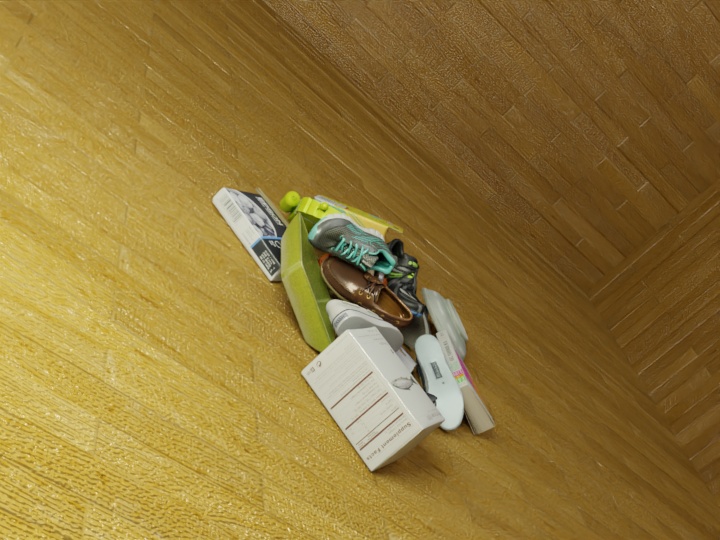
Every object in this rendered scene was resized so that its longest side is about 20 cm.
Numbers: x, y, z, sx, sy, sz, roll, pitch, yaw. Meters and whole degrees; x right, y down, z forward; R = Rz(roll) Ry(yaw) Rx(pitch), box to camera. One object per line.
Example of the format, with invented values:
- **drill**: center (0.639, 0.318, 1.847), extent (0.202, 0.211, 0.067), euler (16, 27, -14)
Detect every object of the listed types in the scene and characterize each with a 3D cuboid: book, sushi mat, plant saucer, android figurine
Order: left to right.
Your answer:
- **sushi mat**: center (-0.141, -0.084, 1.860), extent (0.200, 0.012, 0.096), euler (50, -1, 19)
- **plant saucer**: center (-0.096, 0.029, 1.618), extent (0.200, 0.048, 0.201), euler (-99, 172, -61)
- **android figurine**: center (-0.073, -0.096, 1.804), extent (0.181, 0.041, 0.200), euler (28, -14, -9)
- **plant saucer**: center (0.203, 0.123, 2.119), extent (0.201, 0.050, 0.200), euler (61, 8, -15)
- **book**: center (0.216, 0.231, 1.950), extent (0.200, 0.048, 0.134), euler (-105, 168, -60)

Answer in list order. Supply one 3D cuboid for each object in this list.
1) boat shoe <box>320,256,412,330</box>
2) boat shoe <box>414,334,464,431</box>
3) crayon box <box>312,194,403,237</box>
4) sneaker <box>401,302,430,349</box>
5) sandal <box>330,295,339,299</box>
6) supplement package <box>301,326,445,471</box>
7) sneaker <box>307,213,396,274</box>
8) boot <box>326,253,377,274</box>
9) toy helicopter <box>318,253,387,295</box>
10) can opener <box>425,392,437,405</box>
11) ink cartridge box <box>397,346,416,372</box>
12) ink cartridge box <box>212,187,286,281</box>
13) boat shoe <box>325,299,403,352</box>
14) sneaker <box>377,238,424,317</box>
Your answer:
- **boat shoe**: center (0.016, 0.037, 1.698), extent (0.200, 0.067, 0.072), euler (39, 62, -13)
- **boat shoe**: center (0.159, 0.231, 1.848), extent (0.091, 0.070, 0.202), euler (79, -4, -66)
- **crayon box**: center (-0.008, -0.100, 1.952), extent (0.199, 0.051, 0.127), euler (22, 7, 2)
- **sneaker**: center (0.126, 0.110, 2.025), extent (0.106, 0.075, 0.201), euler (32, 22, -40)
- **sandal**: center (0.004, 0.004, 1.853), extent (0.078, 0.069, 0.212), euler (49, 38, -19)
- **supplement package**: center (0.021, 0.205, 1.498), extent (0.200, 0.117, 0.117), euler (52, 18, 15)
- **sneaker**: center (-0.007, -0.042, 1.666), extent (0.199, 0.078, 0.091), euler (12, 28, -45)
- **boot**: center (-0.044, -0.066, 2.019), extent (0.165, 0.066, 0.201), euler (33, 23, -45)
- **toy helicopter**: center (-0.001, 0.045, 1.769), extent (0.131, 0.079, 0.202), euler (-3, 76, -26)
- **can opener**: center (0.095, 0.271, 1.652), extent (0.200, 0.078, 0.064), euler (-47, 132, -70)
- **ink cartridge box**: center (0.047, 0.178, 1.755), extent (0.095, 0.037, 0.200), euler (47, 20, 3)
- **ink cartridge box**: center (-0.169, -0.066, 1.766), extent (0.199, 0.043, 0.200), euler (52, 16, 15)
- **boat shoe**: center (0.005, 0.103, 1.660), extent (0.199, 0.072, 0.066), euler (24, 22, -50)
- **sneaker**: center (0.084, 0.012, 1.872), extent (0.071, 0.083, 0.200), euler (25, 32, -40)
